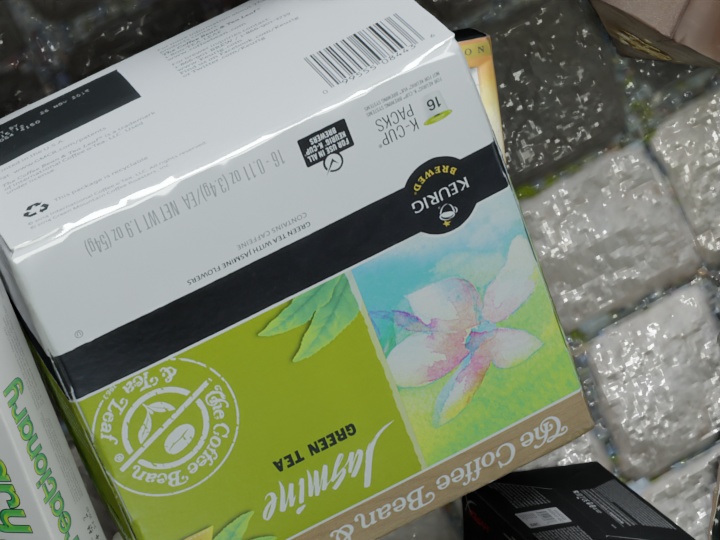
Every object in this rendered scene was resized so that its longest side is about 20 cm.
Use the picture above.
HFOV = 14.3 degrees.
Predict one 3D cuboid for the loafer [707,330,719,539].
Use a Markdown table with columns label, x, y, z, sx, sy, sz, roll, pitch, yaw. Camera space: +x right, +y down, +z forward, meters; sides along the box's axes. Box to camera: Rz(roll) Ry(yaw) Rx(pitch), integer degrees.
| label | x | y | z | sx | sy | sz | roll | pitch | yaw |
| --- | --- | --- | --- | --- | --- | --- | --- | --- | --- |
| loafer | 0.202 | 0.051 | 1.395 | 0.063 | 0.072 | 0.200 | -5 | 106 | -10 |

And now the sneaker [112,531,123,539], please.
| label | x | y | z | sx | sy | sz | roll | pitch | yaw |
| --- | --- | --- | --- | --- | --- | --- | --- | --- | --- |
| sneaker | -0.048 | 0.192 | 1.303 | 0.081 | 0.083 | 0.200 | -43 | 114 | -15 |

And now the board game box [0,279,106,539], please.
| label | x | y | z | sx | sy | sz | roll | pitch | yaw |
| --- | --- | --- | --- | --- | --- | --- | --- | --- | --- |
| board game box | -0.193 | 0.040 | 1.179 | 0.035 | 0.126 | 0.200 | -51 | 131 | -47 |

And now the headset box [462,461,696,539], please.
| label | x | y | z | sx | sy | sz | roll | pitch | yaw |
| --- | --- | --- | --- | --- | --- | --- | --- | --- | --- |
| headset box | 0.107 | 0.209 | 1.358 | 0.077 | 0.149 | 0.200 | -8 | 103 | -14 |

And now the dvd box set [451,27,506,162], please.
| label | x | y | z | sx | sy | sz | roll | pitch | yaw |
| --- | --- | --- | --- | --- | --- | --- | --- | --- | --- |
| dvd box set | 0.000 | 0.000 | 1.302 | 0.146 | 0.029 | 0.200 | -12 | 106 | -13 |

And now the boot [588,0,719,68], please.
| label | x | y | z | sx | sy | sz | roll | pitch | yaw |
| --- | --- | --- | --- | --- | --- | --- | --- | --- | --- |
| boot | 0.136 | -0.202 | 1.325 | 0.186 | 0.064 | 0.200 | 23 | 99 | -18 |

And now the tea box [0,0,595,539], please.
| label | x | y | z | sx | sy | sz | roll | pitch | yaw |
| --- | --- | --- | --- | --- | --- | --- | --- | --- | --- |
| tea box | -0.038 | 0.008 | 1.194 | 0.200 | 0.134 | 0.197 | -27 | 119 | -9 |
